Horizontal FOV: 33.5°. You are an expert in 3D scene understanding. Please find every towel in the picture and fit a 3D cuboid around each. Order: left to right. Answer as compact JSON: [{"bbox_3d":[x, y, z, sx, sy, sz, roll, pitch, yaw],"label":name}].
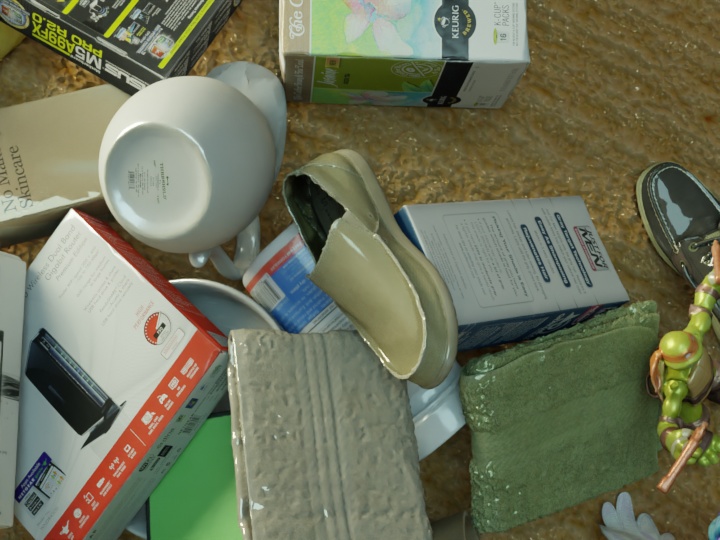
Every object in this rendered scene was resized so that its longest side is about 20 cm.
[{"bbox_3d":[-0.020,0.135,0.820,0.131,0.035,0.203,2,64,-20],"label":"towel"},{"bbox_3d":[0.161,0.113,0.928,0.198,0.036,0.151,-16,109,-30],"label":"towel"}]

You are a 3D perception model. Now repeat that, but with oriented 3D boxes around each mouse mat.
[{"bbox_3d":[-0.084,0.199,0.858,0.159,0.008,0.203,-10,72,18],"label":"mouse mat"}]

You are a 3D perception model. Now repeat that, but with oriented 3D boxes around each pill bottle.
[{"bbox_3d":[0.009,0.047,0.942,0.112,0.112,0.200,-40,87,-8],"label":"pill bottle"}]

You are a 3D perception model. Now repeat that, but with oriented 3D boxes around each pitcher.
[{"bbox_3d":[-0.114,-0.061,0.893,0.119,0.200,0.174,-2,105,12],"label":"pitcher"}]

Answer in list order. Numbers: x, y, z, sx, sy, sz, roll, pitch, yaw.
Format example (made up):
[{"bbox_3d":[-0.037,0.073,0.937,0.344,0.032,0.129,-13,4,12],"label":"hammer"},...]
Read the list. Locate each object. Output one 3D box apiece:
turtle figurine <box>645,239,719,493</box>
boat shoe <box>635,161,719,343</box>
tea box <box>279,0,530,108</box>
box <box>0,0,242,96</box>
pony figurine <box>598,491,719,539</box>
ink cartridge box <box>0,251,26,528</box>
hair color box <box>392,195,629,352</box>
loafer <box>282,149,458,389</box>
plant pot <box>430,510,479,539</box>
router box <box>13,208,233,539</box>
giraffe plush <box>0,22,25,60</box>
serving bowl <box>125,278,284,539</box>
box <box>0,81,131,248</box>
[{"bbox_3d":[0.252,0.092,0.918,0.064,0.161,0.202,4,64,28],"label":"turtle figurine"},{"bbox_3d":[0.301,-0.006,0.989,0.071,0.066,0.203,-28,85,-7],"label":"boat shoe"},{"bbox_3d":[0.031,-0.248,0.971,0.194,0.134,0.203,0,82,-3],"label":"tea box"},{"bbox_3d":[-0.179,-0.245,0.966,0.159,0.044,0.201,29,58,0],"label":"box"},{"bbox_3d":[0.291,0.242,0.910,0.164,0.193,0.203,-18,103,-3],"label":"pony figurine"},{"bbox_3d":[-0.330,0.089,0.878,0.144,0.084,0.203,-10,72,26],"label":"ink cartridge box"},{"bbox_3d":[0.108,0.002,0.919,0.198,0.060,0.101,-5,66,-39],"label":"hair color box"},{"bbox_3d":[0.000,0.000,0.838,0.068,0.076,0.201,-6,52,-35],"label":"loafer"},{"bbox_3d":[0.004,0.295,0.887,0.197,0.187,0.190,-14,83,7],"label":"plant pot"},{"bbox_3d":[-0.209,0.088,0.902,0.179,0.049,0.201,39,96,24],"label":"router box"},{"bbox_3d":[-0.359,-0.189,0.924,0.170,0.162,0.203,7,81,-3],"label":"giraffe plush"},{"bbox_3d":[-0.126,0.110,0.934,0.197,0.066,0.203,-3,81,19],"label":"serving bowl"},{"bbox_3d":[-0.270,-0.075,0.941,0.198,0.078,0.096,-17,83,-16],"label":"box"}]
